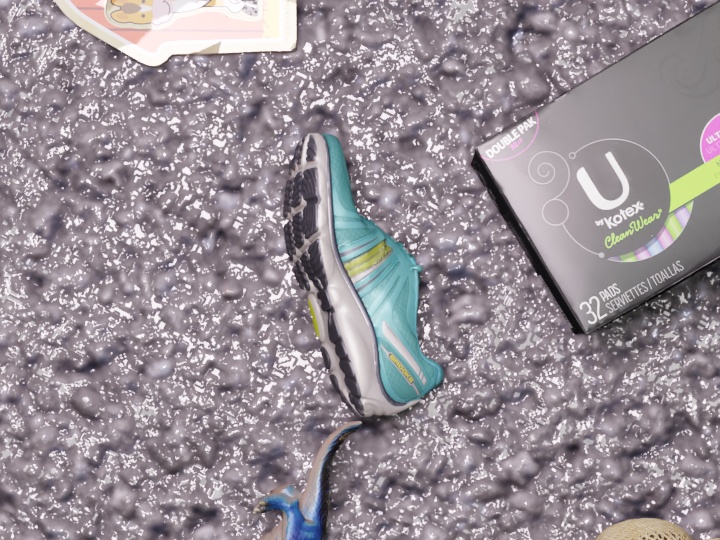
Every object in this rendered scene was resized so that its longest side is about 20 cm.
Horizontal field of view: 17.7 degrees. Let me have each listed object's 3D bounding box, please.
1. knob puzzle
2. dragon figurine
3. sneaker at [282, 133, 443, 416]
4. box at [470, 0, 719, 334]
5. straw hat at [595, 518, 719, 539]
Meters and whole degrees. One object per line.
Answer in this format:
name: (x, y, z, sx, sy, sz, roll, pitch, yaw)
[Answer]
knob puzzle: (-0.145, -0.241, 1.611, 0.220, 0.030, 0.220, 0, 88, 1)
dragon figurine: (-0.039, 0.200, 1.577, 0.099, 0.059, 0.200, 41, 89, 2)
sneaker: (0.000, 0.000, 1.589, 0.080, 0.078, 0.200, -17, 92, -19)
box: (0.196, -0.068, 1.553, 0.200, 0.124, 0.149, -31, 88, 1)
straw hat: (0.190, 0.216, 1.558, 0.201, 0.201, 0.085, -19, 46, 0)
